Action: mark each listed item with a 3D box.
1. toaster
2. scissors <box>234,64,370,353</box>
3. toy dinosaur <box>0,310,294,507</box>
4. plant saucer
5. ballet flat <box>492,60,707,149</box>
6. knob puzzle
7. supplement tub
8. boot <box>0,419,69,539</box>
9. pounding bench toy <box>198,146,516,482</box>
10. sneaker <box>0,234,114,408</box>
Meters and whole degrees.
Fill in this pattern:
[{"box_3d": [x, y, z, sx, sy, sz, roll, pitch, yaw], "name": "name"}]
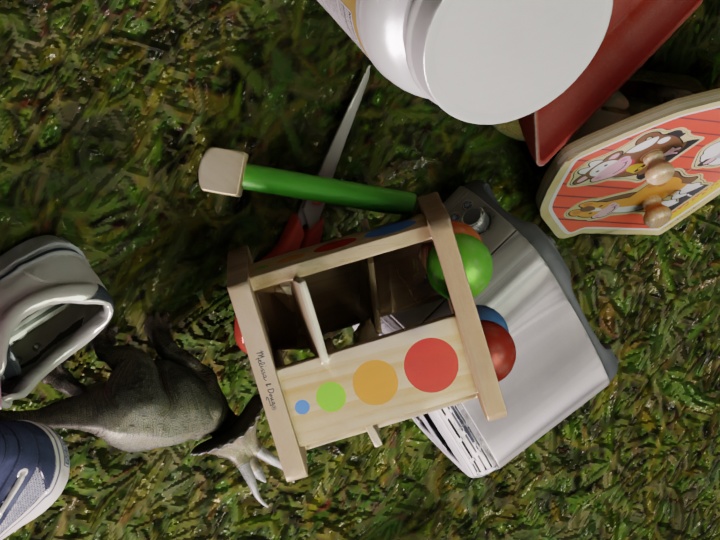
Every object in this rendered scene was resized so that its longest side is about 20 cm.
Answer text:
[{"box_3d": [0.083, 0.047, 1.801, 0.129, 0.114, 0.200, -39, 136, -7], "name": "toaster"}, {"box_3d": [-0.036, -0.036, 1.715, 0.073, 0.014, 0.201, -8, 123, -34], "name": "scissors"}, {"box_3d": [-0.130, 0.078, 1.649, 0.199, 0.102, 0.077, 12, 109, -44], "name": "toy dinosaur"}, {"box_3d": [0.152, -0.198, 1.706, 0.200, 0.037, 0.201, -45, 148, -31], "name": "plant saucer"}, {"box_3d": [0.172, -0.105, 1.806, 0.199, 0.071, 0.071, 2, 116, -40], "name": "ballet flat"}, {"box_3d": [0.203, -0.065, 1.803, 0.219, 0.031, 0.220, -18, 160, -7], "name": "knob puzzle"}, {"box_3d": [0.041, -0.186, 1.534, 0.144, 0.200, 0.145, -19, 133, -21], "name": "supplement tub"}, {"box_3d": [-0.266, 0.155, 1.578, 0.200, 0.073, 0.090, -45, 156, 11], "name": "boot"}, {"box_3d": [0.000, 0.000, 1.640, 0.155, 0.124, 0.201, -17, 100, 1], "name": "pounding bench toy"}, {"box_3d": [-0.233, 0.054, 1.570, 0.200, 0.071, 0.073, -39, 135, -13], "name": "sneaker"}]
